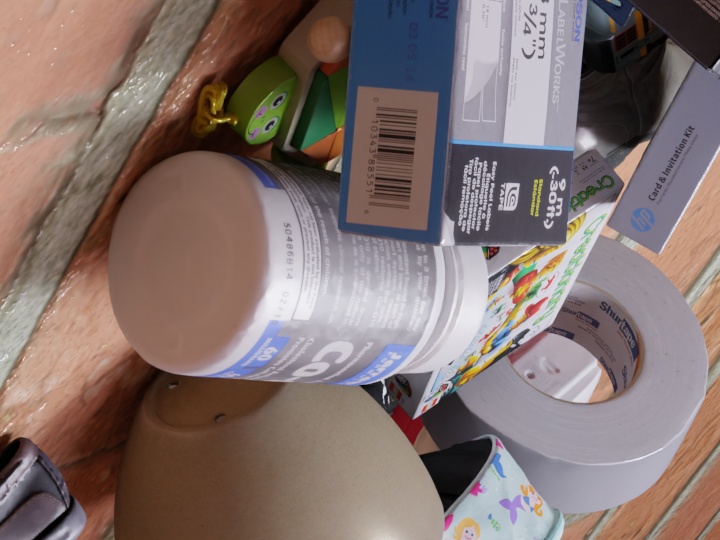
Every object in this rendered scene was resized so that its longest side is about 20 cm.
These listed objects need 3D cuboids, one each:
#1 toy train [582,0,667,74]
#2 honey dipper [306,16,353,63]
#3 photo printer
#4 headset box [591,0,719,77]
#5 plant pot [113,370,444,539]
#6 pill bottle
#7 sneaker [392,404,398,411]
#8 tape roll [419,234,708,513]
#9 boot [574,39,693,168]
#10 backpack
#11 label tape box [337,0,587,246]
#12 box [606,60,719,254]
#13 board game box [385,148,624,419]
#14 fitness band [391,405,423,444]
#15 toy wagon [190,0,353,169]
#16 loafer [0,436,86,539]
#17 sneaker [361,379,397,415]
[{"bbox_3d":[0.161,-0.190,1.473,0.114,0.085,0.200,-35,161,-2],"label":"toy train"},{"bbox_3d":[0.026,-0.109,1.289,0.038,0.038,0.200,-52,156,17],"label":"honey dipper"},{"bbox_3d":[0.092,0.149,1.930,0.166,0.069,0.200,-37,160,-35],"label":"photo printer"},{"bbox_3d":[0.183,-0.215,1.307,0.200,0.174,0.093,-51,162,11],"label":"headset box"},{"bbox_3d":[-0.064,0.118,1.493,0.200,0.200,0.135,-37,124,-27],"label":"plant pot"},{"bbox_3d":[-0.027,0.003,1.333,0.199,0.114,0.114,6,126,-51],"label":"pill bottle"},{"bbox_3d":[-0.034,0.150,1.751,0.200,0.079,0.075,-44,162,-13],"label":"sneaker"},{"bbox_3d":[0.138,0.066,1.759,0.200,0.200,0.066,-34,158,-32],"label":"tape roll"},{"bbox_3d":[0.191,-0.144,1.663,0.200,0.068,0.131,-38,154,-29],"label":"boot"},{"bbox_3d":[0.037,0.195,1.614,0.178,0.151,0.200,-45,-173,-33],"label":"backpack"},{"bbox_3d":[0.069,-0.087,1.269,0.200,0.063,0.145,-2,97,-59],"label":"label tape box"},{"bbox_3d":[0.215,-0.107,1.563,0.157,0.041,0.200,-62,175,19],"label":"box"},{"bbox_3d":[0.087,0.011,1.598,0.126,0.035,0.200,-33,164,-23],"label":"board game box"},{"bbox_3d":[0.089,0.072,1.927,0.143,0.037,0.200,-31,158,-40],"label":"fitness band"},{"bbox_3d":[-0.005,-0.110,1.328,0.200,0.040,0.156,-33,157,-36],"label":"toy wagon"},{"bbox_3d":[-0.242,0.164,1.369,0.200,0.063,0.072,-35,-159,-26],"label":"loafer"},{"bbox_3d":[-0.034,0.095,1.680,0.200,0.072,0.072,-49,131,-29],"label":"sneaker"}]
